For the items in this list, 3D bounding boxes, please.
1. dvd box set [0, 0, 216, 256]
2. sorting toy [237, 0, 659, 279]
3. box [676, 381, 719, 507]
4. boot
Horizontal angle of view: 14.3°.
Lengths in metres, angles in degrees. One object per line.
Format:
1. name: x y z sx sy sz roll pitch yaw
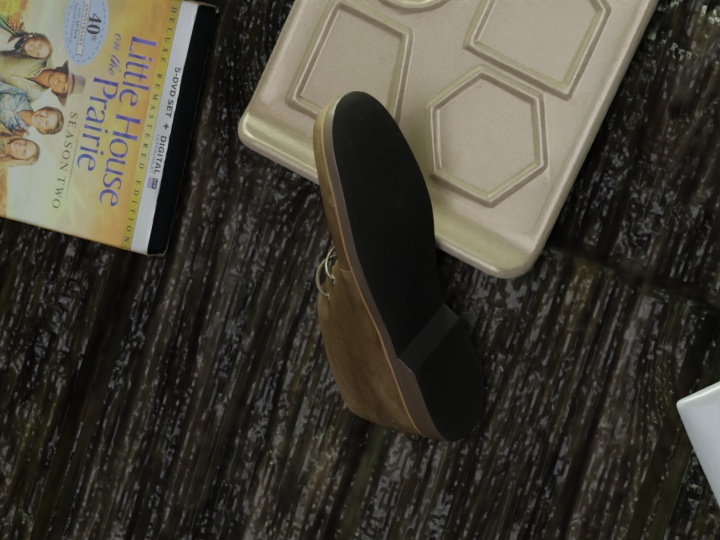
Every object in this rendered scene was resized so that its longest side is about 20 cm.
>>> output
1. dvd box set: -0.189 -0.100 1.631 0.200 0.029 0.146 15 97 20
2. sorting toy: 0.052 -0.121 1.541 0.185 0.036 0.200 28 97 18
3. box: 0.290 0.096 1.367 0.199 0.200 0.171 -26 80 19
4. boot: 0.000 0.000 1.514 0.075 0.074 0.200 4 121 39
